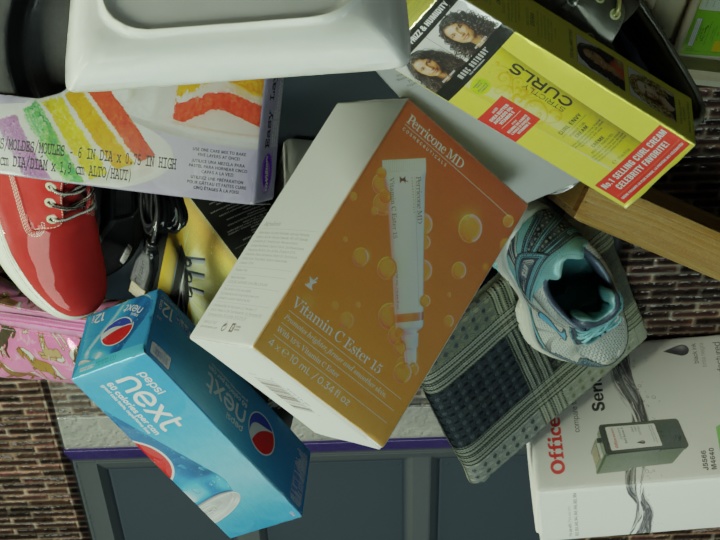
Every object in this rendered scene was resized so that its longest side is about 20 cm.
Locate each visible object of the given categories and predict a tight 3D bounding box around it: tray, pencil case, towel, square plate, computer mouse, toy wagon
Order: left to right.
[{"bbox_3d":[-0.224,0.052,1.474,0.200,0.086,0.083,7,117,35],"label":"pencil case"},{"bbox_3d":[-0.166,-0.029,1.391,0.046,0.141,0.200,2,144,-28],"label":"computer mouse"},{"bbox_3d":[-0.074,-0.200,1.115,0.197,0.201,0.028,-4,153,3],"label":"square plate"},{"bbox_3d":[0.134,0.054,1.519,0.200,0.035,0.193,-39,138,-11],"label":"towel"},{"bbox_3d":[0.222,-0.036,1.422,0.200,0.099,0.037,22,102,-27],"label":"tray"},{"bbox_3d":[0.278,-0.172,1.300,0.199,0.040,0.155,4,142,-8],"label":"toy wagon"}]

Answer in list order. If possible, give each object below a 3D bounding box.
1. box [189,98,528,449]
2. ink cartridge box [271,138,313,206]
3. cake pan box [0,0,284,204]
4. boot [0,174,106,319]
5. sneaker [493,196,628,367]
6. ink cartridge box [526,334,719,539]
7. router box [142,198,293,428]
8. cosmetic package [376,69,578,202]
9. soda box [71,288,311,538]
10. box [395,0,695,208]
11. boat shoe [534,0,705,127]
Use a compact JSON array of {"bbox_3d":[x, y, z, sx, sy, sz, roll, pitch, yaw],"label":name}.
[{"bbox_3d":[0.000,0.000,1.292,0.124,0.200,0.097,39,164,-26],"label":"box"},{"bbox_3d":[-0.001,-0.001,1.471,0.146,0.083,0.200,4,142,-8],"label":"ink cartridge box"},{"bbox_3d":[-0.144,-0.142,1.189,0.199,0.185,0.052,9,-174,11],"label":"cake pan box"},{"bbox_3d":[-0.197,-0.056,1.298,0.144,0.072,0.201,3,118,48],"label":"boot"},{"bbox_3d":[0.159,0.026,1.426,0.078,0.086,0.200,-46,137,-4],"label":"sneaker"},{"bbox_3d":[0.240,0.140,1.614,0.199,0.146,0.084,-5,142,4],"label":"ink cartridge box"},{"bbox_3d":[-0.102,0.019,1.435,0.052,0.157,0.200,-25,151,-27],"label":"router box"},{"bbox_3d":[0.090,-0.138,1.298,0.107,0.085,0.200,-21,139,23],"label":"cosmetic package"},{"bbox_3d":[-0.118,0.106,1.376,0.068,0.064,0.200,-20,129,25],"label":"soda box"},{"bbox_3d":[0.112,-0.119,1.204,0.200,0.050,0.075,29,129,-22],"label":"box"},{"bbox_3d":[0.158,-0.165,1.247,0.060,0.072,0.202,-11,127,39],"label":"boat shoe"}]
